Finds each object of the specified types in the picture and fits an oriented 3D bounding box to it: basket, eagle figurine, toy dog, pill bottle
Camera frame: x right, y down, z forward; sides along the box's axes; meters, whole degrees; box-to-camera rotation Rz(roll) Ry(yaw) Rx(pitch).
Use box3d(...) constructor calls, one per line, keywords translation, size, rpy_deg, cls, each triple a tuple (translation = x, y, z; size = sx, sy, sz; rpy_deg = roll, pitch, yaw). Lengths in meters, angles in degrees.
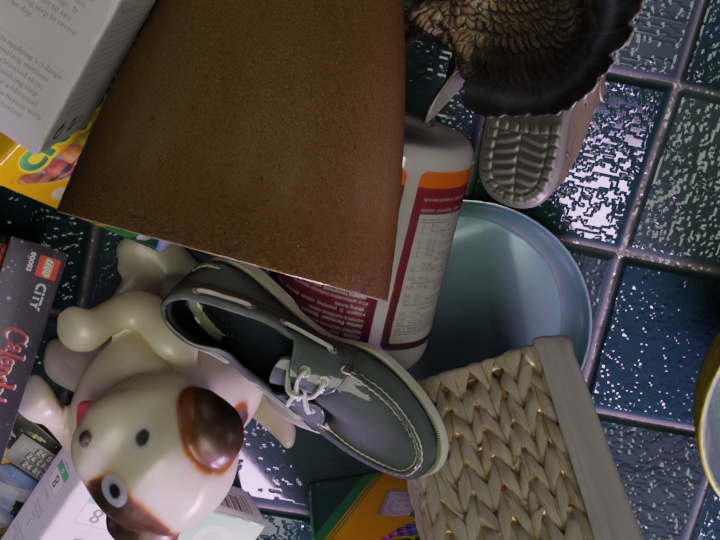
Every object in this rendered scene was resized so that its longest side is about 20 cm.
box3d(translation=(0.099, 0.164, 0.849), size=(0.123, 0.200, 0.136), rpy_deg=(-13, 140, -3), cls="basket")
box3d(translation=(0.096, -0.160, 0.787), size=(0.199, 0.151, 0.152), rpy_deg=(11, 88, 27), cls="eagle figurine")
box3d(translation=(-0.133, 0.097, 0.886), size=(0.140, 0.200, 0.194), rpy_deg=(-43, 107, 12), cls="toy dog")
box3d(translation=(0.000, 0.000, 0.880), size=(0.109, 0.110, 0.201), rpy_deg=(10, 109, -8), cls="pill bottle")

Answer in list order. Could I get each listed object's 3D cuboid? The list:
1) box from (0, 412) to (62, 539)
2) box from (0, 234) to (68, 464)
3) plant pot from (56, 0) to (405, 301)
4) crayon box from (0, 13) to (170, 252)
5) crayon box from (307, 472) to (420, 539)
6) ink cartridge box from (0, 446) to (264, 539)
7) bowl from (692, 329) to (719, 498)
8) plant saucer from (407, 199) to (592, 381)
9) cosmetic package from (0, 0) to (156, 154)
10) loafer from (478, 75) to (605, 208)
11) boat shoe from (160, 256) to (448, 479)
box3d(translation=(-0.295, 0.130, 0.972), size=(0.137, 0.040, 0.200), rpy_deg=(-41, 108, 10), cls="box")
box3d(translation=(-0.245, 0.077, 0.868), size=(0.038, 0.137, 0.201), rpy_deg=(19, 85, -20), cls="box")
box3d(translation=(-0.051, -0.103, 0.740), size=(0.186, 0.186, 0.201), rpy_deg=(14, 89, -9), cls="plant pot")
box3d(translation=(-0.152, -0.094, 0.829), size=(0.126, 0.052, 0.200), rpy_deg=(-43, 147, 14), cls="crayon box")
box3d(translation=(0.065, 0.194, 0.982), size=(0.199, 0.119, 0.058), rpy_deg=(-7, 111, -2), cls="crayon box")
box3d(translation=(-0.190, 0.227, 0.984), size=(0.161, 0.050, 0.200), rpy_deg=(24, 106, -38), cls="ink cartridge box")
box3d(translation=(0.323, 0.080, 0.963), size=(0.199, 0.108, 0.201), rpy_deg=(-2, 111, -4), cls="bowl")
box3d(translation=(0.066, 0.041, 0.973), size=(0.199, 0.027, 0.201), rpy_deg=(-1, 111, -3), cls="plant saucer")
box3d(translation=(-0.150, -0.173, 0.692), size=(0.101, 0.071, 0.200), rpy_deg=(35, 112, -1), cls="cosmetic package")
box3d(translation=(0.128, -0.140, 0.895), size=(0.075, 0.070, 0.201), rpy_deg=(20, 99, 21), cls="loafer")
box3d(translation=(-0.038, 0.065, 0.816), size=(0.200, 0.062, 0.073), rpy_deg=(38, 123, 18), cls="boat shoe")
